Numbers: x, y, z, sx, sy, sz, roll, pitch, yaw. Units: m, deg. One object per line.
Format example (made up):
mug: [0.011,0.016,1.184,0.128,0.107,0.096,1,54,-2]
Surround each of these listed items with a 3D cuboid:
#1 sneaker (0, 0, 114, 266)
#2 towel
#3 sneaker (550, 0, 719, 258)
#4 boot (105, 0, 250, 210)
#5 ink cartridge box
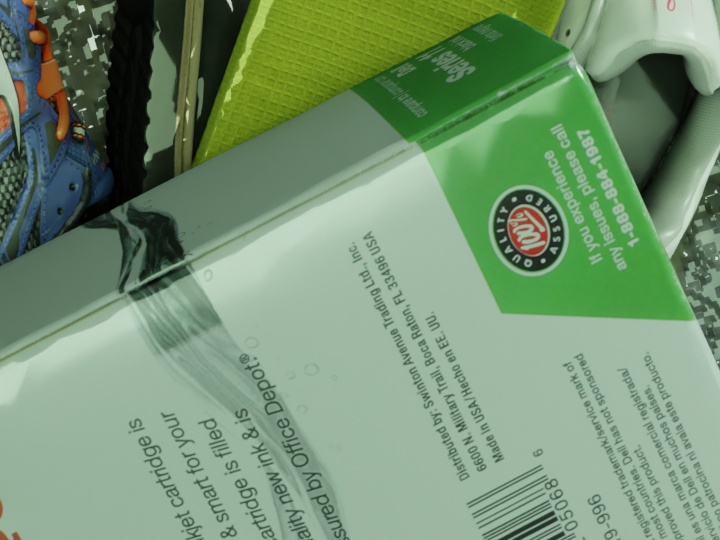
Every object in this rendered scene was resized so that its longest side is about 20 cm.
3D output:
sneaker: [-0.107,-0.045,0.754,0.078,0.075,0.200,7,103,-9]
towel: [-0.012,0.000,0.722,0.086,0.018,0.200,16,101,-21]
sneaker: [0.084,-0.085,0.754,0.078,0.099,0.200,3,95,-7]
boot: [0.000,0.000,0.772,0.138,0.077,0.200,-5,109,-10]
ink cartridge box: [-0.014,0.046,0.682,0.200,0.083,0.147,-27,108,-4]
